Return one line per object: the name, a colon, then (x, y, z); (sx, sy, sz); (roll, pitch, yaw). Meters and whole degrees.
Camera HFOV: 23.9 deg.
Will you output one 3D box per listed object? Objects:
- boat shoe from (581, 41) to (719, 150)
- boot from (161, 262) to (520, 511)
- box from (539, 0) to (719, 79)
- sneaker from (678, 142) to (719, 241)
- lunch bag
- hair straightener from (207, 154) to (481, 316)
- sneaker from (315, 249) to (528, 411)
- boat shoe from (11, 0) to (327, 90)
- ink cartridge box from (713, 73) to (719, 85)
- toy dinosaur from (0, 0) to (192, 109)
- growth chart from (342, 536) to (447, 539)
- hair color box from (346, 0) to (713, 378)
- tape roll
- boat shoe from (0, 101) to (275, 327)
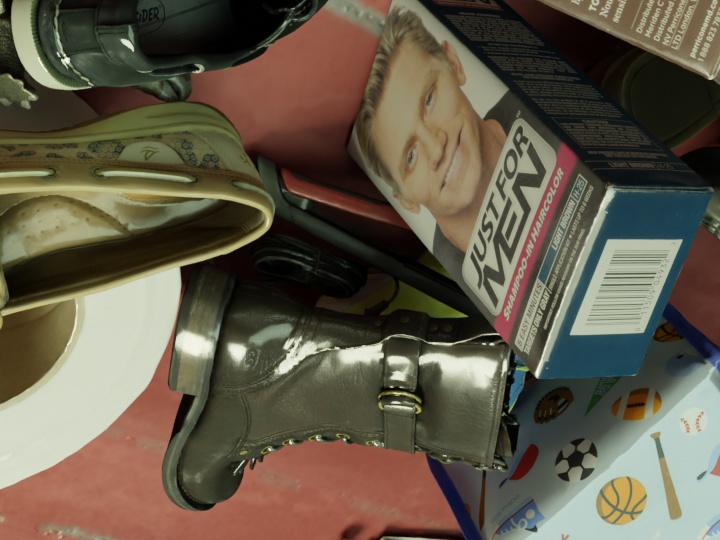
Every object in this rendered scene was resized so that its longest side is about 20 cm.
boat shoe: (0.177, -0.110, 0.901); (0.200, 0.068, 0.072); (-21, 99, -37)
boot: (-0.008, 0.076, 0.856); (0.173, 0.069, 0.200); (11, 143, 2)
box: (0.082, -0.159, 0.707); (0.100, 0.200, 0.075); (-36, 152, -58)
sneaker: (0.217, -0.059, 0.912); (0.090, 0.070, 0.200); (-53, 167, 13)
lunch bag: (0.133, 0.099, 0.941); (0.170, 0.200, 0.124); (-40, 111, 2)
hair straightener: (0.000, 0.000, 0.849); (0.199, 0.041, 0.077); (18, 97, -10)
sneaker: (0.079, 0.025, 0.915); (0.199, 0.076, 0.105); (-23, 92, 0)
boat shoe: (-0.051, -0.122, 0.710); (0.199, 0.066, 0.075); (-23, 111, -48)
ink cartridge box: (0.189, -0.203, 0.782); (0.084, 0.146, 0.201); (-9, 128, -27)
toy dinosaur: (-0.152, -0.131, 0.698); (0.077, 0.102, 0.200); (-8, 130, 35)
growth chart: (0.036, 0.224, 1.101); (0.199, 0.018, 0.145); (5, 121, -31)
hair color box: (0.070, -0.047, 0.793); (0.060, 0.200, 0.100); (0, 123, -30)
tape roll: (-0.187, 0.006, 0.778); (0.202, 0.071, 0.203); (-15, 129, -19)
boat shoe: (-0.135, -0.018, 0.697); (0.199, 0.063, 0.073); (-19, 131, -15)
